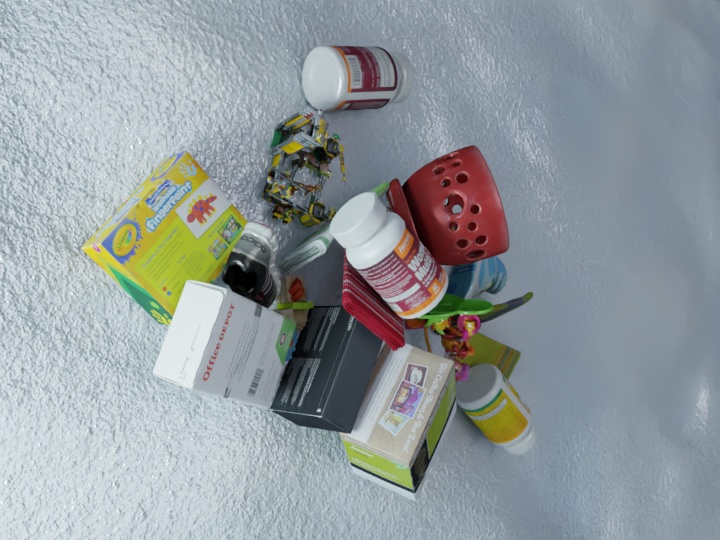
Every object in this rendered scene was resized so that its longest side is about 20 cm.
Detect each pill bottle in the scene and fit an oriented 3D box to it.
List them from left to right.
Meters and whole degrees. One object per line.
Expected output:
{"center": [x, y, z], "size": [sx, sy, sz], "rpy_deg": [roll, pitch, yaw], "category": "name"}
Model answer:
{"center": [0.000, -0.357, 1.340], "size": [0.199, 0.114, 0.115], "rpy_deg": [-14, 95, -42], "category": "pill bottle"}
{"center": [0.046, -0.023, 1.161], "size": [0.200, 0.109, 0.110], "rpy_deg": [48, 57, -28], "category": "pill bottle"}
{"center": [0.296, 0.301, 1.540], "size": [0.200, 0.112, 0.113], "rpy_deg": [49, 57, -27], "category": "pill bottle"}

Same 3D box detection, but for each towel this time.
{"center": [-0.043, -0.072, 1.249], "size": [0.031, 0.149, 0.200], "rpy_deg": [53, 53, -9], "category": "towel"}
{"center": [0.019, 0.030, 1.222], "size": [0.144, 0.022, 0.201], "rpy_deg": [42, 27, -28], "category": "towel"}
{"center": [0.260, 0.090, 1.514], "size": [0.199, 0.143, 0.023], "rpy_deg": [-11, 74, -42], "category": "towel"}
{"center": [0.271, 0.188, 1.573], "size": [0.199, 0.018, 0.087], "rpy_deg": [26, 93, -37], "category": "towel"}

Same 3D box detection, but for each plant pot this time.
{"center": [0.150, -0.102, 1.292], "size": [0.200, 0.181, 0.202], "rpy_deg": [-18, 90, -85], "category": "plant pot"}

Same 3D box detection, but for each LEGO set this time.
{"center": [-0.080, -0.180, 1.235], "size": [0.153, 0.115, 0.201], "rpy_deg": [34, 60, -30], "category": "LEGO set"}

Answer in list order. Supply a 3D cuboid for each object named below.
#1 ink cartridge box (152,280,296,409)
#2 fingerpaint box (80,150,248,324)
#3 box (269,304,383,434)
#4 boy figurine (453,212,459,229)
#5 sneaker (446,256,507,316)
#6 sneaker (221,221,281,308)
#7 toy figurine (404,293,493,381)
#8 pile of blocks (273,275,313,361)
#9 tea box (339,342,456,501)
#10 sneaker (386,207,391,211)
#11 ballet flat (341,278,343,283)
{"center": [-0.197, 0.114, 1.080], "size": [0.200, 0.084, 0.147], "rpy_deg": [36, 69, -58], "category": "ink cartridge box"}
{"center": [-0.282, -0.048, 1.081], "size": [0.167, 0.073, 0.201], "rpy_deg": [50, 55, -27], "category": "fingerpaint box"}
{"center": [-0.052, 0.163, 1.223], "size": [0.079, 0.141, 0.201], "rpy_deg": [36, 64, -33], "category": "box"}
{"center": [0.174, -0.077, 1.469], "size": [0.200, 0.064, 0.126], "rpy_deg": [-21, 100, -61], "category": "boy figurine"}
{"center": [0.258, 0.035, 1.556], "size": [0.130, 0.079, 0.201], "rpy_deg": [40, 62, -30], "category": "sneaker"}
{"center": [-0.173, 0.013, 1.119], "size": [0.073, 0.201, 0.088], "rpy_deg": [27, 56, 10], "category": "sneaker"}
{"center": [0.160, 0.153, 1.406], "size": [0.150, 0.198, 0.186], "rpy_deg": [-43, 131, -68], "category": "toy figurine"}
{"center": [-0.119, 0.098, 1.221], "size": [0.082, 0.062, 0.202], "rpy_deg": [29, 68, -36], "category": "pile of blocks"}
{"center": [0.075, 0.265, 1.279], "size": [0.201, 0.133, 0.197], "rpy_deg": [-60, 157, -29], "category": "tea box"}
{"center": [0.046, -0.025, 1.376], "size": [0.112, 0.071, 0.201], "rpy_deg": [39, 54, -37], "category": "sneaker"}
{"center": [0.000, 0.000, 1.335], "size": [0.072, 0.072, 0.202], "rpy_deg": [8, 81, -41], "category": "ballet flat"}
